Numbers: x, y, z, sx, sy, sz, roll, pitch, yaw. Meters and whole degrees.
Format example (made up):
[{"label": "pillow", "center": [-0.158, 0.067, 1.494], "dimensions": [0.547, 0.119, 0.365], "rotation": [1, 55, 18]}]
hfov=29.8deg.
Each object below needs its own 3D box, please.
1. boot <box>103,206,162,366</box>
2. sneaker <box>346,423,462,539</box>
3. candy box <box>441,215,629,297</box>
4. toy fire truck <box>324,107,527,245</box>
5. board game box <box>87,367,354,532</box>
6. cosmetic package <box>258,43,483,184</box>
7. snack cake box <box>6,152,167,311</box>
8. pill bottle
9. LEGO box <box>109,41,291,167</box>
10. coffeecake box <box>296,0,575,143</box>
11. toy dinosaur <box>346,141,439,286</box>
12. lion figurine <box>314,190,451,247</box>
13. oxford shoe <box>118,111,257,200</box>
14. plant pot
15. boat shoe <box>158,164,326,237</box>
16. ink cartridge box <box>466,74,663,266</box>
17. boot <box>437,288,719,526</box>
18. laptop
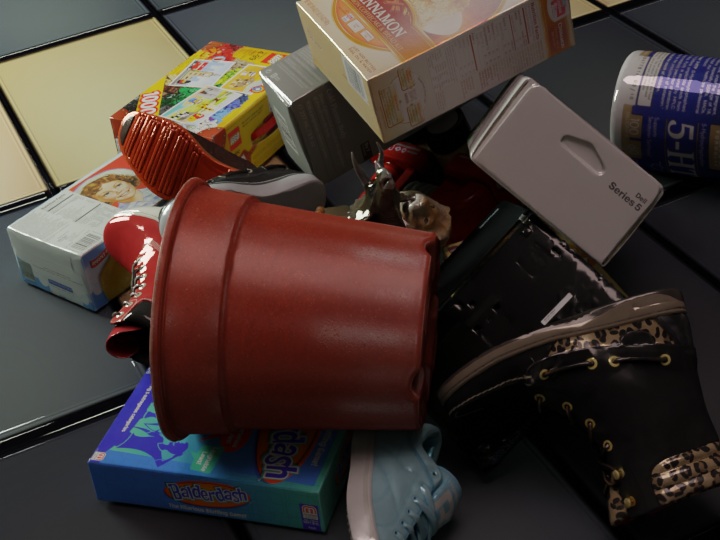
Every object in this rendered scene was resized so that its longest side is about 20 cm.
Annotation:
[{"label": "boot", "center": [-0.196, 0.015, 1.204], "dimensions": [0.199, 0.073, 0.144], "rotation": [27, 41, 35]}, {"label": "sneaker", "center": [0.034, 0.174, 0.996], "dimensions": [0.081, 0.075, 0.201], "rotation": [-9, 34, 7]}, {"label": "candy box", "center": [0.161, 0.032, 1.191], "dimensions": [0.114, 0.056, 0.200], "rotation": [-18, 35, -11]}, {"label": "toy fire truck", "center": [0.052, -0.070, 1.328], "dimensions": [0.175, 0.129, 0.201], "rotation": [20, 63, 43]}, {"label": "board game box", "center": [-0.100, 0.133, 1.108], "dimensions": [0.197, 0.046, 0.153], "rotation": [4, 36, 17]}, {"label": "cosmetic package", "center": [0.012, -0.183, 1.320], "dimensions": [0.198, 0.108, 0.090], "rotation": [-30, 40, -9]}, {"label": "snack cake box", "center": [-0.245, -0.051, 1.385], "dimensions": [0.114, 0.068, 0.200], "rotation": [18, 42, 34]}, {"label": "pill bottle", "center": [0.361, -0.151, 1.359], "dimensions": [0.197, 0.121, 0.120], "rotation": [10, 38, 26]}, {"label": "LEGO box", "center": [-0.163, -0.176, 1.539], "dimensions": [0.147, 0.078, 0.200], "rotation": [13, 39, 28]}, {"label": "coffeecake box", "center": [0.066, -0.221, 1.210], "dimensions": [0.198, 0.074, 0.154], "rotation": [-28, 44, -10]}, {"label": "toy dinosaur", "center": [0.000, 0.000, 1.155], "dimensions": [0.076, 0.201, 0.103], "rotation": [-1, 47, -48]}, {"label": "lion figurine", "center": [-0.001, 0.013, 1.223], "dimensions": [0.121, 0.073, 0.202], "rotation": [22, 80, 3]}, {"label": "oxford shoe", "center": [-0.155, -0.096, 1.352], "dimensions": [0.199, 0.072, 0.072], "rotation": [34, 16, 16]}, {"label": "plant pot", "center": [-0.040, 0.038, 1.034], "dimensions": [0.192, 0.203, 0.202], "rotation": [5, 35, 7]}, {"label": "boat shoe", "center": [-0.113, -0.057, 1.211], "dimensions": [0.056, 0.070, 0.199], "rotation": [29, 26, 31]}, {"label": "ink cartridge box", "center": [0.170, -0.093, 1.170], "dimensions": [0.145, 0.084, 0.200], "rotation": [38, 10, -2]}, {"label": "boot", "center": [0.168, 0.114, 1.002], "dimensions": [0.197, 0.073, 0.153], "rotation": [-20, 76, 3]}, {"label": "laptop", "center": [0.112, 0.047, 1.134], "dimensions": [0.177, 0.103, 0.200], "rotation": [-47, 61, 2]}]
